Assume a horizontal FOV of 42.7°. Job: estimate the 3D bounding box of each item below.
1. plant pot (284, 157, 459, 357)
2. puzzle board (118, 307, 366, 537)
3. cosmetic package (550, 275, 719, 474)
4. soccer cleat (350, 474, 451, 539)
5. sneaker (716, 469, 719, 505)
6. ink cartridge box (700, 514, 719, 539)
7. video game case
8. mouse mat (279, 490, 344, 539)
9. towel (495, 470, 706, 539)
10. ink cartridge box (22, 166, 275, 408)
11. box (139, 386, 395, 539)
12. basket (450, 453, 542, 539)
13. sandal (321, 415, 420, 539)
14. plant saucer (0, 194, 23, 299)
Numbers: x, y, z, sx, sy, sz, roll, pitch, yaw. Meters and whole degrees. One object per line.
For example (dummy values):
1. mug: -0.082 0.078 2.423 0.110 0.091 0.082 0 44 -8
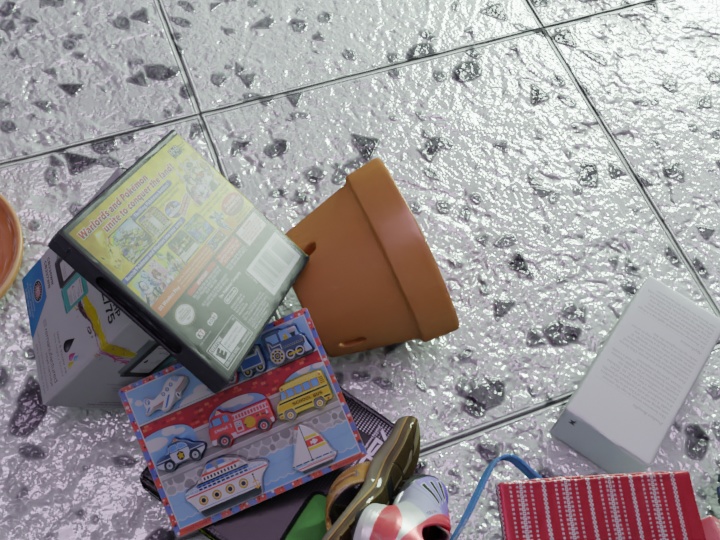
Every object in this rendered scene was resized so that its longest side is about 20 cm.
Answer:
1. plant pot: 0.000 0.000 0.979 0.139 0.200 0.201 -25 65 0
2. puzzle board: -0.112 0.144 0.870 0.199 0.017 0.152 -24 86 3
3. cosmetic package: 0.302 0.116 1.000 0.101 0.071 0.200 34 63 13
4. soccer cleat: 0.055 0.236 0.845 0.073 0.200 0.069 12 92 22
5. sneaker: 0.421 0.268 0.904 0.078 0.075 0.201 -36 53 26
6. ink cartridge box: 0.346 0.337 0.848 0.067 0.116 0.201 -28 62 16
7. video game case: -0.148 -0.016 0.813 0.181 0.025 0.200 44 36 -10
8. mouse mat: 0.002 0.308 0.830 0.200 0.008 0.161 38 36 2
9. towel: 0.216 0.249 0.794 0.198 0.023 0.146 1 64 -16
10. ink cartridge box: -0.211 0.025 0.903 0.145 0.200 0.148 10 50 -46
11. box: -0.086 0.193 0.934 0.192 0.048 0.200 33 63 13
12. basket: 0.168 0.292 0.851 0.199 0.139 0.177 35 63 4
13. sandal: 0.000 0.211 0.869 0.054 0.081 0.200 13 40 22
14. plant saucer: -0.473 -0.015 1.019 0.198 0.038 0.202 3 61 -5
